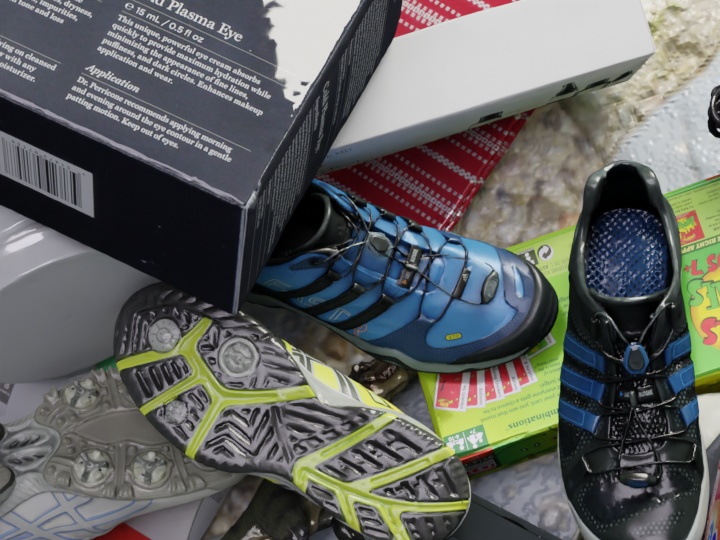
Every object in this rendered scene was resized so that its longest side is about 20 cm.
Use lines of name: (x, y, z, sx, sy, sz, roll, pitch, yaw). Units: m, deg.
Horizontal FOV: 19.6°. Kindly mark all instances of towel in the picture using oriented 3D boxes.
towel: (0.027, -0.103, 1.158, 0.144, 0.022, 0.200, 32, 80, 21)

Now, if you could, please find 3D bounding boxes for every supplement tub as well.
supplement tub: (-0.182, -0.058, 1.078, 0.144, 0.145, 0.201, -26, 65, 3)

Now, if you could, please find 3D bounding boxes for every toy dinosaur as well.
toy dinosaur: (-0.029, 0.134, 1.078, 0.200, 0.048, 0.088, -44, 67, -12)

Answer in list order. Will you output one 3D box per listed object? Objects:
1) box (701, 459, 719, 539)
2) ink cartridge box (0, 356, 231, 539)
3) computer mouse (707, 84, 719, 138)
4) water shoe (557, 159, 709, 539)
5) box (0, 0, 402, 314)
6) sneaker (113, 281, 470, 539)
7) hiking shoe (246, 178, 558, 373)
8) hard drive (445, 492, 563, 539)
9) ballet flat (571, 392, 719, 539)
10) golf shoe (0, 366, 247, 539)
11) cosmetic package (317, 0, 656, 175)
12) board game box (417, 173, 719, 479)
box: (0.253, 0.161, 0.954, 0.199, 0.095, 0.100, 13, 100, 4)
ink cartridge box: (-0.151, 0.098, 1.120, 0.160, 0.050, 0.201, 28, 78, 19)
computer mouse: (0.258, -0.012, 1.048, 0.140, 0.046, 0.201, -9, 61, -30)
water shoe: (0.124, 0.044, 0.995, 0.071, 0.079, 0.201, -7, 62, 9)
box: (-0.102, -0.112, 0.973, 0.199, 0.104, 0.183, 25, 62, 7)
sneaker: (-0.037, 0.076, 1.031, 0.199, 0.076, 0.076, 34, 89, 9)
hiking shoe: (0.000, 0.000, 1.043, 0.199, 0.087, 0.075, 12, 76, 12)
hard drive: (0.036, 0.212, 1.009, 0.139, 0.033, 0.201, 22, 78, 55)
ballet flat: (0.165, 0.107, 1.038, 0.200, 0.073, 0.073, -45, 69, -2)
golf shoe: (-0.149, 0.108, 1.075, 0.199, 0.097, 0.079, -6, 52, -2)
cosmetic package: (0.048, -0.099, 1.085, 0.199, 0.083, 0.051, -17, 85, -2)
board game box: (0.127, 0.028, 1.081, 0.199, 0.048, 0.102, -19, 70, 6)
